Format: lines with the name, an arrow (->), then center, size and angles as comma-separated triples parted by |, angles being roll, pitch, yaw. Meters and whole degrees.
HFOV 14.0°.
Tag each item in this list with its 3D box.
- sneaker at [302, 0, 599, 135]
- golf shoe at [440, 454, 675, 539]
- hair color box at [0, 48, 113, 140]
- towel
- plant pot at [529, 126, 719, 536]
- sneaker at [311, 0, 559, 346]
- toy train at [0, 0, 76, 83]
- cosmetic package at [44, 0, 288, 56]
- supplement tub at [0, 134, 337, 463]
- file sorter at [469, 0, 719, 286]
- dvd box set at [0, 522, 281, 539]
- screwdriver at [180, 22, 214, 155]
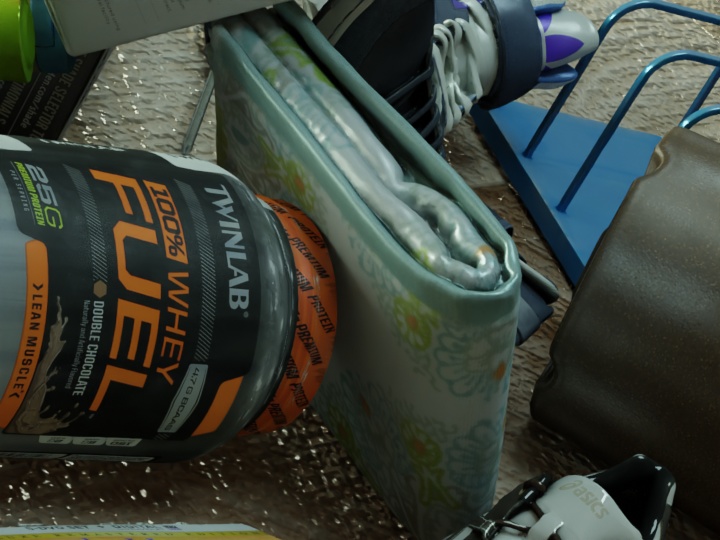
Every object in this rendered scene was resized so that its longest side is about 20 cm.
sneaker -> 0.051, -0.109, 1.456 | 0.146, 0.081, 0.200 | -7, 22, -5
golf shoe -> 0.054, 0.119, 1.145 | 0.078, 0.095, 0.200 | 42, 31, 18
hair color box -> -0.130, -0.142, 1.379 | 0.061, 0.102, 0.200 | 28, 27, -6
towel -> 0.000, 0.000, 1.209 | 0.048, 0.172, 0.200 | -24, 53, -19
plant pot -> 0.195, 0.043, 1.318 | 0.198, 0.201, 0.200 | 27, 27, 10
sneaker -> 0.032, -0.039, 1.281 | 0.077, 0.203, 0.146 | -35, 70, -29
toy train -> -0.184, -0.092, 1.180 | 0.115, 0.085, 0.200 | 0, 11, 5
cosmetic package -> -0.034, -0.167, 1.201 | 0.199, 0.085, 0.108 | -11, 28, 16
supplement tub -> -0.115, 0.012, 1.123 | 0.199, 0.123, 0.123 | 4, 38, -40
file sorter -> 0.174, -0.057, 1.514 | 0.138, 0.123, 0.200 | 10, 35, -33
dvd box set -> -0.036, 0.126, 1.011 | 0.146, 0.030, 0.200 | 3, 9, -40
screwdriver -> -0.076, -0.098, 1.443 | 0.029, 0.028, 0.200 | 2, 27, 11
